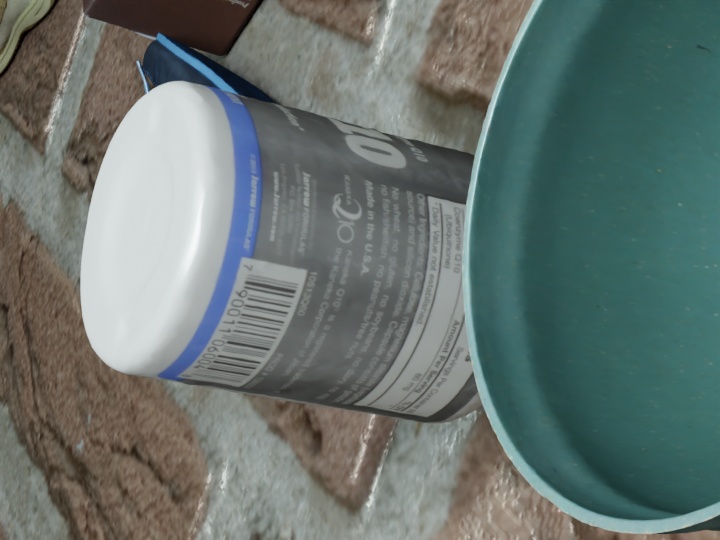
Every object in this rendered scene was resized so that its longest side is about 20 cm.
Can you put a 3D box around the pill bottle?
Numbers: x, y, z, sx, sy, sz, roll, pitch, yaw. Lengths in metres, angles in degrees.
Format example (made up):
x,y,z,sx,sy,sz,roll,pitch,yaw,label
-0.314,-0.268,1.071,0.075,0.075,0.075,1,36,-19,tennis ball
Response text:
x,y,z,sx,sy,sz,roll,pitch,yaw,label
0.000,0.000,0.691,0.114,0.199,0.114,-29,56,53,pill bottle

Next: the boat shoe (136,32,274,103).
x,y,z,sx,sy,sz,roll,pitch,yaw,label
-0.092,-0.084,1.007,0.069,0.084,0.200,-59,30,9,boat shoe

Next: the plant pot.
x,y,z,sx,sy,sz,roll,pitch,yaw,label
0.141,-0.015,0.514,0.200,0.134,0.201,-30,55,53,plant pot

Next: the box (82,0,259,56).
x,y,z,sx,sy,sz,roll,pitch,yaw,label
-0.086,-0.230,1.040,0.200,0.100,0.075,-50,38,38,box

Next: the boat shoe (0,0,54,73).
x,y,z,sx,sy,sz,roll,pitch,yaw,label
-0.324,-0.226,1.495,0.200,0.066,0.074,-37,48,50,boat shoe
